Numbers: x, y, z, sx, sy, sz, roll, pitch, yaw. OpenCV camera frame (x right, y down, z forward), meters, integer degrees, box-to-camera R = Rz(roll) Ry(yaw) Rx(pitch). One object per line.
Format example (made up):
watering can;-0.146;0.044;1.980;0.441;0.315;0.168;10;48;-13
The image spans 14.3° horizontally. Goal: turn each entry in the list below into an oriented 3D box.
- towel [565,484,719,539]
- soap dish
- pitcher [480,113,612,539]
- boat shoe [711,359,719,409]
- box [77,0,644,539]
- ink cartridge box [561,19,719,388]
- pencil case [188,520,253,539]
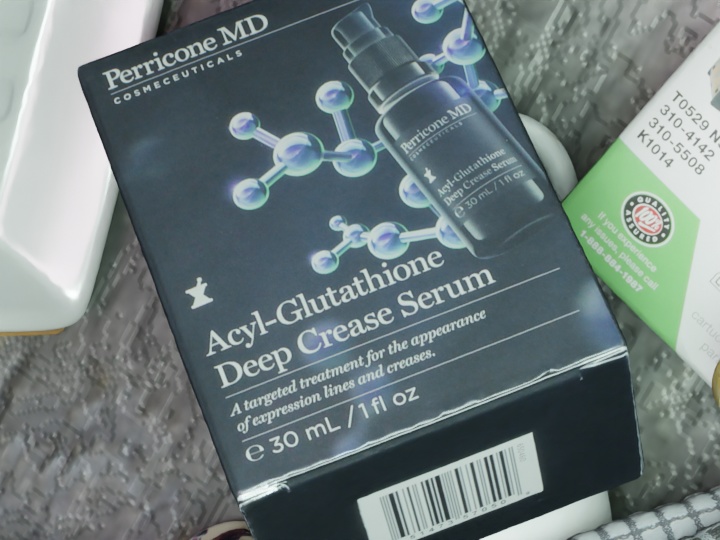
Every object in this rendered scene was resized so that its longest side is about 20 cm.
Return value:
towel;0.125;0.192;1.083;0.165;0.086;0.201;-18;104;-17
soap dish;-0.171;-0.071;1.220;0.081;0.157;0.201;25;106;37
pitcher;0.040;0.049;1.161;0.171;0.121;0.200;-33;70;13
boat shoe;0.219;0.075;1.047;0.073;0.200;0.063;-54;30;22
box;0.000;0.000;1.078;0.148;0.107;0.200;-22;59;-3
ink cartridge box;0.193;-0.046;1.091;0.146;0.084;0.200;44;111;13
pencil case;-0.076;0.158;1.177;0.089;0.200;0.078;3;97;14
